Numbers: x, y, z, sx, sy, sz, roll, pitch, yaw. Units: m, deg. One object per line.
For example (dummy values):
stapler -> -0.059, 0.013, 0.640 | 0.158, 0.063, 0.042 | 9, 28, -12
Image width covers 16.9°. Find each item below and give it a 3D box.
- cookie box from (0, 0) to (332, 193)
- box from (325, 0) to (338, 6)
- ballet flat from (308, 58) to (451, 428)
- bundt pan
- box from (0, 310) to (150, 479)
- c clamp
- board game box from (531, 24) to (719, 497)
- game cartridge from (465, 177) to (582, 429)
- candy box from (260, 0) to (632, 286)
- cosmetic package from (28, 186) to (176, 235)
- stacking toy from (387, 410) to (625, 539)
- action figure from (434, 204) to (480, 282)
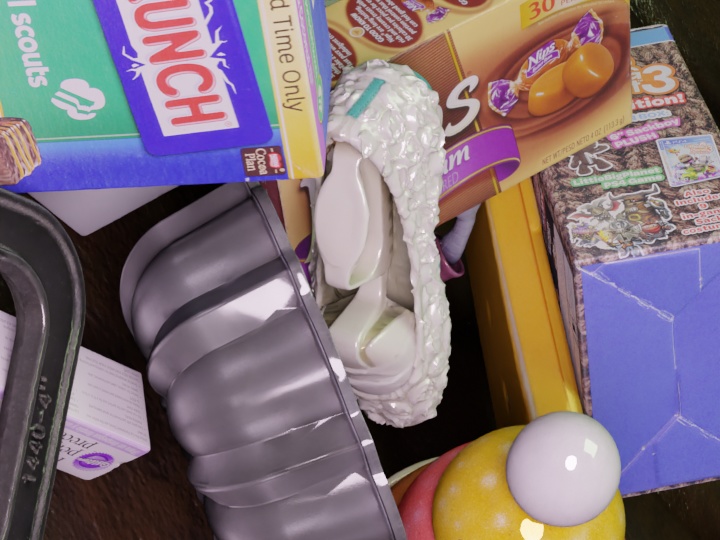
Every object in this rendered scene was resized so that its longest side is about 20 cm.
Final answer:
cookie box -> -0.119, -0.113, 0.937 | 0.171, 0.200, 0.075 | 81, 8, -46
box -> -0.034, -0.141, 1.236 | 0.110, 0.035, 0.200 | -13, 53, -29
ballet flat -> 0.000, 0.000, 1.082 | 0.072, 0.072, 0.200 | -75, 165, -54
bundt pan -> -0.046, 0.060, 1.043 | 0.202, 0.076, 0.202 | 157, -90, -85
box -> -0.163, 0.035, 0.962 | 0.200, 0.039, 0.041 | 28, 44, -49
c clamp -> -0.167, 0.036, 0.902 | 0.171, 0.027, 0.200 | 17, 76, -55
board game box -> 0.142, -0.007, 1.279 | 0.200, 0.097, 0.159 | -104, -175, -53
game cartridge -> 0.084, 0.021, 1.300 | 0.176, 0.032, 0.200 | 90, -8, -74
candy box -> 0.033, -0.083, 1.139 | 0.056, 0.200, 0.117 | 44, -26, 38
cosmetic package -> -0.132, -0.131, 1.124 | 0.113, 0.081, 0.200 | 40, 35, -41
stacking toy -> 0.070, 0.115, 1.090 | 0.200, 0.146, 0.146 | 106, -25, -59
action figure -> -0.014, -0.024, 1.257 | 0.134, 0.149, 0.200 | 9, 64, -8
